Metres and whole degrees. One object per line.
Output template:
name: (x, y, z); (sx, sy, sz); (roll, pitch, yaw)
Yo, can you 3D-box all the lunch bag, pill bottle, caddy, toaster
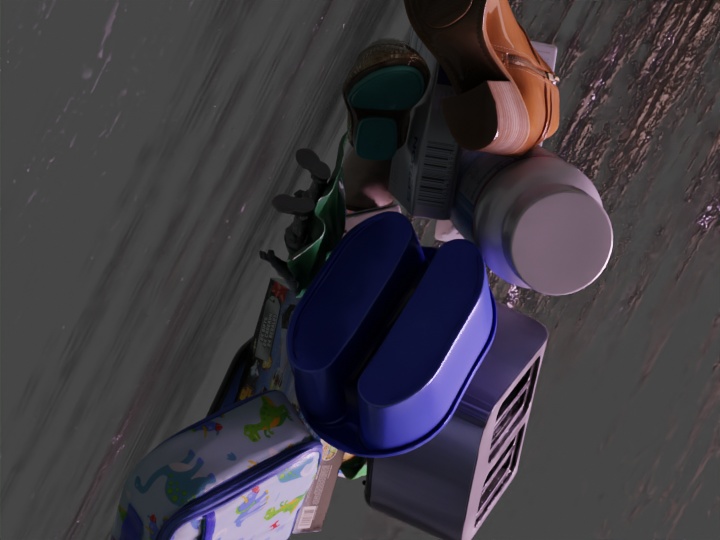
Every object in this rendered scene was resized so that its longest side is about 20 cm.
lunch bag: (-0.123, 0.198, 0.806); (0.160, 0.083, 0.201); (-21, 150, -36)
pill bottle: (0.140, -0.049, 0.834); (0.109, 0.108, 0.200); (-63, -166, 13)
caddy: (0.027, 0.052, 0.802); (0.201, 0.141, 0.105); (-56, 155, -23)
toaster: (0.087, 0.140, 0.942); (0.200, 0.118, 0.182); (-38, 141, -49)

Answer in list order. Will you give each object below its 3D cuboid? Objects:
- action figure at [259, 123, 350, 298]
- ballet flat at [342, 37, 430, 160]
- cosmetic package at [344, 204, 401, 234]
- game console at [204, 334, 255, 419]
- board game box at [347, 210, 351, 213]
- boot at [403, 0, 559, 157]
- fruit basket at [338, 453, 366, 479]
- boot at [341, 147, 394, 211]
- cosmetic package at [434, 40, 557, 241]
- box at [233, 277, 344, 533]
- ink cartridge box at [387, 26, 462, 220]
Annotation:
action figure: (-0.045, -0.028, 0.818); (0.200, 0.054, 0.119); (100, 15, -68)
ballet flat: (0.017, -0.156, 0.828); (0.200, 0.070, 0.066); (119, -26, -74)
cosmetic package: (0.000, 0.000, 1.030); (0.200, 0.073, 0.104); (155, -78, -81)
game console: (-0.099, 0.159, 1.067); (0.201, 0.175, 0.117); (-63, -153, 19)
board game box: (0.013, -0.111, 1.339); (0.136, 0.034, 0.200); (-62, 177, -19)
boot: (0.109, -0.191, 0.781); (0.076, 0.201, 0.155); (-15, -179, 32)
fruit basket: (-0.012, 0.152, 1.057); (0.186, 0.094, 0.200); (-50, 145, 12)
boot: (0.028, -0.149, 1.036); (0.200, 0.070, 0.147); (-57, 168, -70)
cosmetic package: (0.135, -0.126, 1.002); (0.113, 0.080, 0.202); (164, -66, -86)
box: (-0.062, 0.123, 0.928); (0.040, 0.137, 0.201); (9, 103, -43)
ink cartridge box: (0.063, -0.162, 0.929); (0.200, 0.040, 0.201); (-117, -145, -76)
